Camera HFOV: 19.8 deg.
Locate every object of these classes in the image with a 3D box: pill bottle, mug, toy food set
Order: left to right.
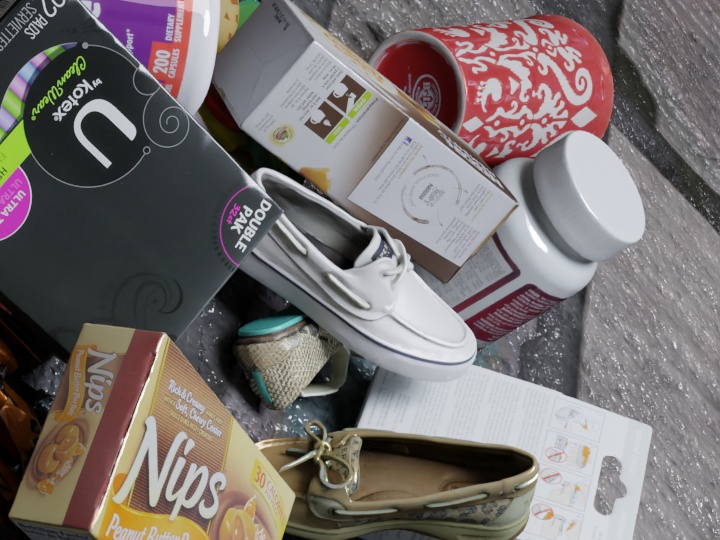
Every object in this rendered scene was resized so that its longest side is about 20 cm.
[{"bbox_3d":[-0.192,-0.155,1.260,0.199,0.113,0.113,5,54,-18],"label":"pill bottle"},{"bbox_3d":[-0.100,-0.142,1.482,0.198,0.049,0.201,40,35,-26],"label":"toy food set"},{"bbox_3d":[0.110,-0.125,1.683,0.199,0.133,0.178,-7,67,-52],"label":"mug"},{"bbox_3d":[0.103,-0.014,1.506,0.109,0.200,0.110,34,39,-33],"label":"pill bottle"}]

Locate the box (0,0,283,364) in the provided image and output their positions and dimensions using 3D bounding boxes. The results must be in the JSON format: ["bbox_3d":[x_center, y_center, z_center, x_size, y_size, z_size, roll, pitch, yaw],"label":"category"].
[{"bbox_3d":[-0.173,-0.052,1.160,0.200,0.149,0.124,46,-12,-28],"label":"box"}]

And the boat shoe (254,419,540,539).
[{"bbox_3d":[0.013,0.128,1.307,0.199,0.063,0.074,3,49,-8],"label":"boat shoe"}]

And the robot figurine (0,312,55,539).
[{"bbox_3d":[-0.206,0.085,1.130,0.200,0.058,0.145,47,33,-16],"label":"robot figurine"}]

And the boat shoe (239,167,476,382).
[{"bbox_3d":[0.000,0.000,1.371,0.200,0.066,0.072,35,39,-5],"label":"boat shoe"}]

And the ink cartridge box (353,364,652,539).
[{"bbox_3d":[0.090,0.138,1.406,0.199,0.047,0.160,18,37,3],"label":"ink cartridge box"}]

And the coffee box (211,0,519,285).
[{"bbox_3d":[0.001,-0.091,1.417,0.200,0.080,0.114,37,11,-28],"label":"coffee box"}]

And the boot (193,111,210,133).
[{"bbox_3d":[-0.164,-0.119,1.349,0.201,0.073,0.096,58,25,-1],"label":"boot"}]

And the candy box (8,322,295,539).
[{"bbox_3d":[-0.108,0.128,1.127,0.200,0.055,0.116,57,44,-52],"label":"candy box"}]

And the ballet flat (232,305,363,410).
[{"bbox_3d":[-0.021,0.041,1.432,0.200,0.068,0.076,-38,116,-53],"label":"ballet flat"}]
